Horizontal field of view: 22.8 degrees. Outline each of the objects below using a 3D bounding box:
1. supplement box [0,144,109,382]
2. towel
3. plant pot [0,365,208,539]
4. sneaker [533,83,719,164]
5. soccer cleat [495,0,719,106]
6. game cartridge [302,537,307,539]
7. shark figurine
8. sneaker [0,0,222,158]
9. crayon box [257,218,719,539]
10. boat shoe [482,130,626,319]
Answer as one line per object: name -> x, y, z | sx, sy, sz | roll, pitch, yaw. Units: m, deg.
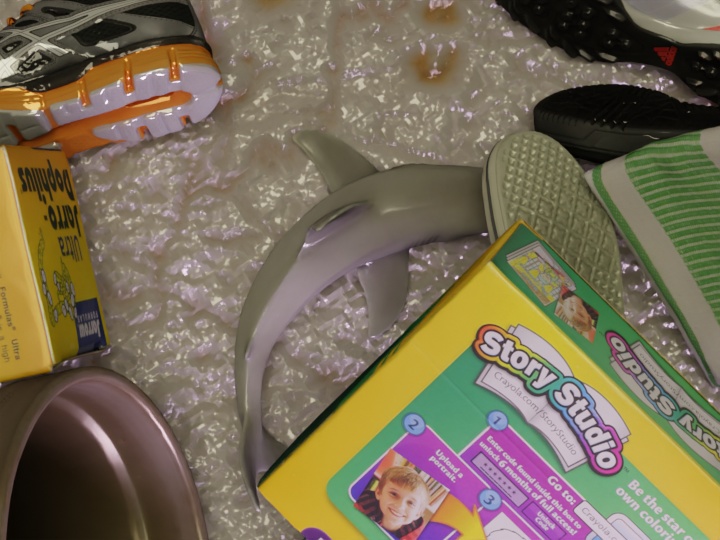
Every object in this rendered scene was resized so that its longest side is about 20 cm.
supplement box -> -0.242, 0.013, 0.883 | 0.200, 0.109, 0.110 | -13, 92, 6
towel -> 0.211, -0.006, 0.834 | 0.023, 0.200, 0.153 | -46, 112, -31
plant pot -> -0.191, 0.155, 0.853 | 0.173, 0.200, 0.200 | -8, 85, 20
sneaker -> 0.183, -0.033, 0.910 | 0.200, 0.060, 0.104 | 8, 120, 27
soccer cleat -> 0.157, -0.144, 0.933 | 0.200, 0.068, 0.073 | 23, 62, 7
game cartridge -> -0.031, 0.240, 0.912 | 0.130, 0.038, 0.200 | 37, 87, 0
shark figurine -> -0.022, 0.006, 0.906 | 0.128, 0.090, 0.215 | 39, 85, 5
sneaker -> -0.173, -0.099, 0.930 | 0.200, 0.078, 0.077 | -12, 64, 1
crayon box -> 0.082, 0.107, 0.808 | 0.200, 0.058, 0.173 | 44, 119, 0
boat shoe -> 0.101, 0.028, 0.905 | 0.075, 0.062, 0.200 | -20, 92, -31
